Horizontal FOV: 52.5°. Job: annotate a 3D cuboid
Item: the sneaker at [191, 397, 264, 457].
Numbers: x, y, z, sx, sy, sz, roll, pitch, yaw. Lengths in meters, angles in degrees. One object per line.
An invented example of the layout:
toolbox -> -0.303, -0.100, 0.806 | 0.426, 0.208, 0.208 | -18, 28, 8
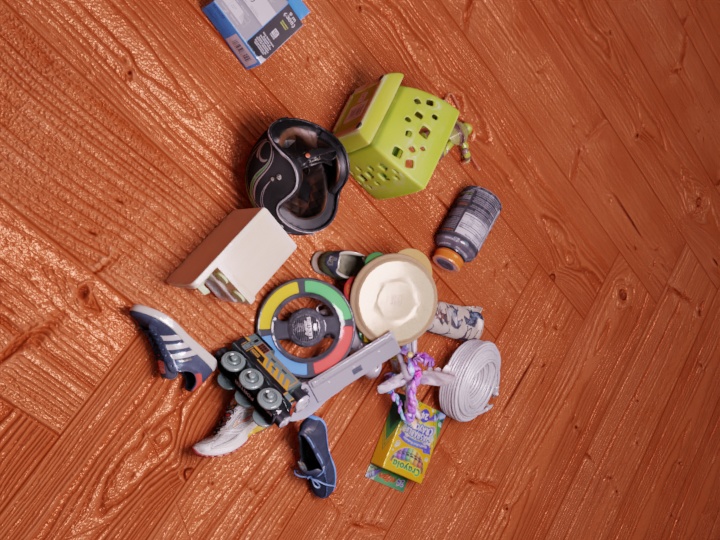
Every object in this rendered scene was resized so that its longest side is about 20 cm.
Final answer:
sneaker -> -0.244, 0.289, 1.404 | 0.200, 0.078, 0.082 | -33, 106, -40

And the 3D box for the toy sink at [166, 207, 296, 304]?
toy sink -> -0.237, -0.009, 1.362 | 0.200, 0.130, 0.112 | -51, 118, -24

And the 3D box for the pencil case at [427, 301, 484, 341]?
pencil case -> 0.196, 0.108, 1.701 | 0.199, 0.078, 0.090 | 16, 83, -35

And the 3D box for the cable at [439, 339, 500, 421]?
cable -> 0.259, 0.256, 1.713 | 0.200, 0.069, 0.201 | -17, 121, -48

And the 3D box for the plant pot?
plant pot -> 0.055, -0.285, 1.527 | 0.181, 0.200, 0.200 | 33, 73, -25

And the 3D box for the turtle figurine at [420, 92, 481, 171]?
turtle figurine -> 0.218, -0.305, 1.715 | 0.161, 0.064, 0.201 | -33, 109, -30

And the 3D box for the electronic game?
electronic game -> -0.109, 0.114, 1.461 | 0.199, 0.042, 0.201 | 0, 89, -4

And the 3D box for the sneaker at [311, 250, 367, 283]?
sneaker -> 0.000, 0.000, 1.552 | 0.200, 0.090, 0.067 | 14, 82, -35

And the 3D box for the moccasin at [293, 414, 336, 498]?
moccasin -> -0.103, 0.387, 1.484 | 0.068, 0.080, 0.201 | -42, 128, -50

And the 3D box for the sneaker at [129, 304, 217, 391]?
sneaker -> -0.350, 0.145, 1.318 | 0.200, 0.075, 0.085 | 46, 62, -27

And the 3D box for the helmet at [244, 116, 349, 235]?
helmet -> -0.127, -0.170, 1.398 | 0.199, 0.200, 0.191 | -12, 142, -34

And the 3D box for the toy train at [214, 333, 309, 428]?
toy train -> -0.185, 0.206, 1.379 | 0.114, 0.200, 0.085 | -29, 150, -39

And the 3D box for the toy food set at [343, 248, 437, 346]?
toy food set -> 0.065, 0.058, 1.510 | 0.197, 0.049, 0.201 | -10, 96, -17

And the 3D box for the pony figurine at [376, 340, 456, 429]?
pony figurine -> 0.107, 0.218, 1.562 | 0.166, 0.193, 0.201 | -5, 60, -5

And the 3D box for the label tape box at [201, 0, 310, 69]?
label tape box -> -0.188, -0.513, 1.424 | 0.200, 0.066, 0.143 | -50, 117, -22

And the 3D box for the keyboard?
keyboard -> -0.010, 0.194, 1.469 | 0.200, 0.011, 0.056 | -31, 124, -11

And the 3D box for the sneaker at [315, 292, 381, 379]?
sneaker -> -0.029, 0.146, 1.549 | 0.115, 0.075, 0.201 | -18, 97, -32

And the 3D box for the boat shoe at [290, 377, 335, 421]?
boat shoe -> -0.109, 0.241, 1.485 | 0.200, 0.066, 0.070 | -31, 114, -43

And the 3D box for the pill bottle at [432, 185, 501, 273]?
pill bottle -> 0.244, -0.093, 1.714 | 0.106, 0.106, 0.200 | 42, 68, -28

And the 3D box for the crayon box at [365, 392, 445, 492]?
crayon box -> 0.105, 0.396, 1.660 | 0.126, 0.051, 0.201 | 31, 74, -32
